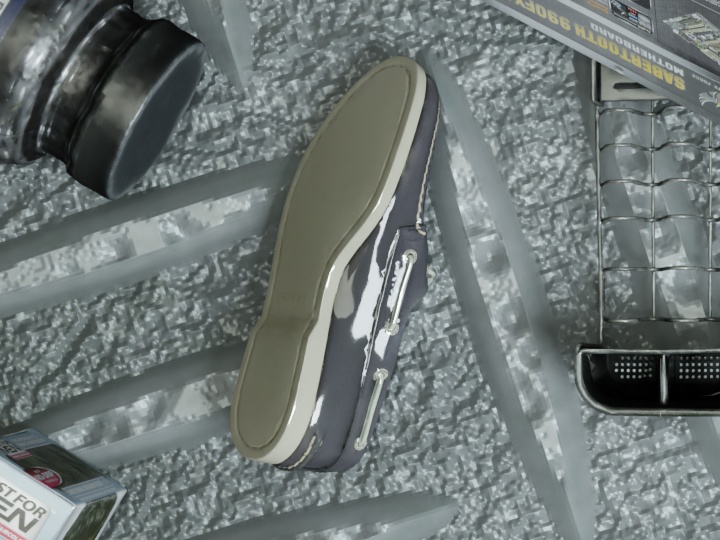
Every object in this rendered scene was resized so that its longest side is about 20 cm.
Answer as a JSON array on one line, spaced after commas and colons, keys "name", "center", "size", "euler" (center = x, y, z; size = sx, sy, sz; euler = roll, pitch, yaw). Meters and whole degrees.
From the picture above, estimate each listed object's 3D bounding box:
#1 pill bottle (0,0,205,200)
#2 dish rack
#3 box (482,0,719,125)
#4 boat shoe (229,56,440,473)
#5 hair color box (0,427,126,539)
[{"name": "pill bottle", "center": [-0.178, -0.119, 1.187], "size": [0.200, 0.112, 0.112], "euler": [31, 94, 6]}, {"name": "dish rack", "center": [0.174, -0.035, 1.166], "size": [0.153, 0.055, 0.201], "euler": [-1, 90, 7]}, {"name": "box", "center": [0.120, -0.142, 1.096], "size": [0.200, 0.159, 0.048], "euler": [30, 71, 23]}, {"name": "boat shoe", "center": [0.000, 0.000, 1.200], "size": [0.063, 0.073, 0.201], "euler": [21, 87, -35]}, {"name": "hair color box", "center": [-0.194, 0.175, 1.196], "size": [0.061, 0.099, 0.200], "euler": [31, 94, 7]}]
